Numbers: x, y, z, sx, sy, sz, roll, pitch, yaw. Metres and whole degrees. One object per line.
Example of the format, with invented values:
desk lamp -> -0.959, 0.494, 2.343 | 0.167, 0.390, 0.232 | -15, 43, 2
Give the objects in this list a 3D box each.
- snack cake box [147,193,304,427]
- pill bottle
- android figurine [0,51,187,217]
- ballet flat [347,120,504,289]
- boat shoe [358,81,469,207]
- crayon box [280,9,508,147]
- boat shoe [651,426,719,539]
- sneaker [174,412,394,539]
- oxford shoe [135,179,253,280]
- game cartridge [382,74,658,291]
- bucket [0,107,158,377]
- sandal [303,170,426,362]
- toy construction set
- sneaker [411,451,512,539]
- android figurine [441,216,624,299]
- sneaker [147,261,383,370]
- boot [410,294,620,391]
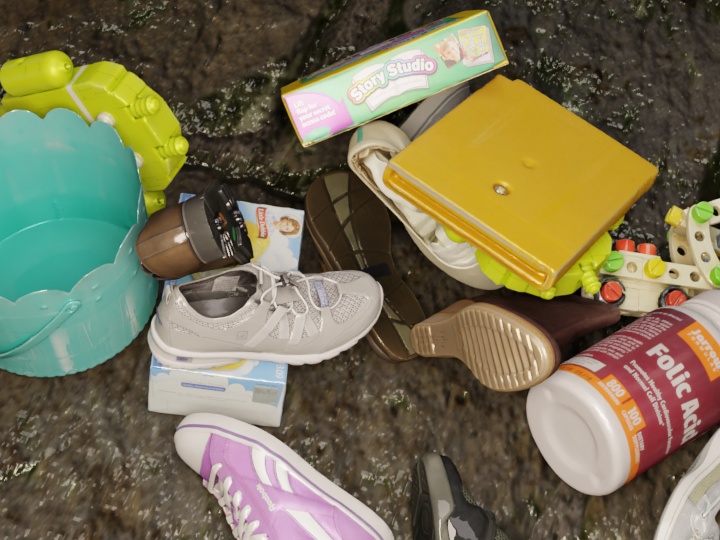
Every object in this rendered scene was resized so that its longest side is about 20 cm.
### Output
snack cake box -> -0.114, 0.032, 1.452 | 0.115, 0.067, 0.200 | 7, 49, -3
pill bottle -> 0.250, 0.099, 1.426 | 0.200, 0.114, 0.114 | -27, 59, -29
android figurine -> -0.236, -0.119, 1.474 | 0.200, 0.182, 0.041 | -2, 42, 38
ballet flat -> 0.063, -0.052, 1.515 | 0.200, 0.069, 0.069 | 44, 52, -6
boat shoe -> 0.066, -0.119, 1.625 | 0.072, 0.070, 0.201 | 44, 45, -5
crayon box -> 0.027, -0.181, 1.562 | 0.200, 0.058, 0.173 | -23, 10, 0
boat shoe -> 0.287, 0.202, 1.373 | 0.065, 0.074, 0.202 | 28, 43, 19
sneaker -> -0.084, 0.197, 1.312 | 0.200, 0.073, 0.114 | 30, 54, 16
oxford shoe -> -0.139, -0.029, 1.360 | 0.084, 0.200, 0.073 | -21, 86, 8
game cartridge -> 0.143, -0.083, 1.462 | 0.176, 0.032, 0.200 | 35, 44, 15
bucket -> -0.268, -0.019, 1.402 | 0.207, 0.135, 0.207 | -3, 51, 3
sandal -> 0.000, 0.000, 1.514 | 0.082, 0.055, 0.200 | -14, 68, -32
toy construction set -> 0.258, -0.017, 1.545 | 0.200, 0.092, 0.131 | 4, 73, 3
sneaker -> 0.109, 0.230, 1.316 | 0.114, 0.076, 0.199 | -9, 54, -20
android figurine -> 0.148, -0.054, 1.484 | 0.182, 0.041, 0.200 | -4, 51, -24
sneaker -> -0.071, 0.031, 1.361 | 0.200, 0.082, 0.075 | -12, 53, -21
boot -> 0.155, 0.047, 1.424 | 0.166, 0.072, 0.200 | -12, 10, -27
